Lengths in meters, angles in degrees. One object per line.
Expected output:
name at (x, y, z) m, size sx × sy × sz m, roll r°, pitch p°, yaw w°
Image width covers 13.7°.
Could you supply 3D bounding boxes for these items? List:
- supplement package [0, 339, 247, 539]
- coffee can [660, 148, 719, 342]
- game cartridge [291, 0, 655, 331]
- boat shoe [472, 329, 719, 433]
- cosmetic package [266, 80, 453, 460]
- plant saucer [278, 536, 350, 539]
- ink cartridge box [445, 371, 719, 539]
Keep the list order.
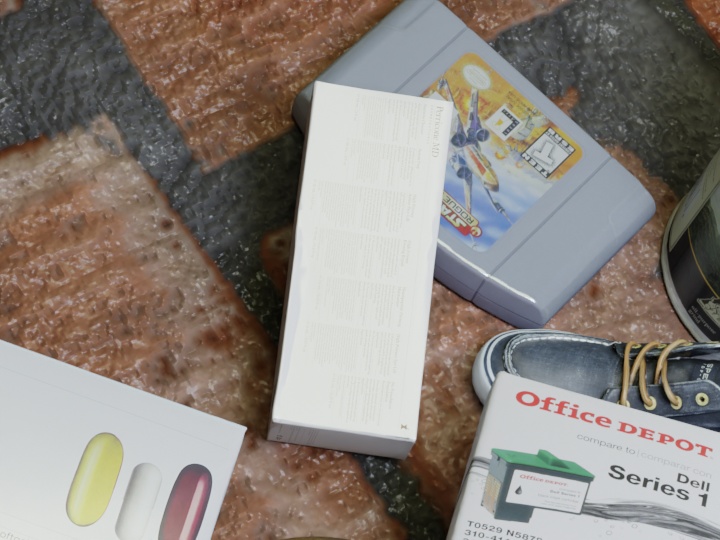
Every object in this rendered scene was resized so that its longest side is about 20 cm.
supplement package at (-0.177, 0.124, 1.517) m, size 0.199 × 0.156 × 0.111 m, roll 19°, pitch 58°, yaw -3°
coffee can at (0.274, -0.042, 1.720) m, size 0.145 × 0.200 × 0.147 m, roll 7°, pitch 61°, yaw -13°
game cartridge at (0.063, -0.062, 1.765) m, size 0.200 × 0.042 × 0.133 m, roll 42°, pitch 55°, yaw 8°
boat shoe at (0.168, 0.064, 1.695) m, size 0.199 × 0.091 × 0.071 m, roll 16°, pitch 59°, yaw -8°
cosmetic package at (0.000, 0.000, 1.679) m, size 0.082 × 0.051 × 0.201 m, roll 8°, pitch 72°, yaw -2°
plant saucer at (-0.011, 0.228, 1.585) m, size 0.199 × 0.035 × 0.201 m, roll 7°, pitch 61°, yaw -13°
ink cartridge box at (0.114, 0.160, 1.588) m, size 0.145 × 0.085 × 0.200 m, roll 15°, pitch 41°, yaw 2°
